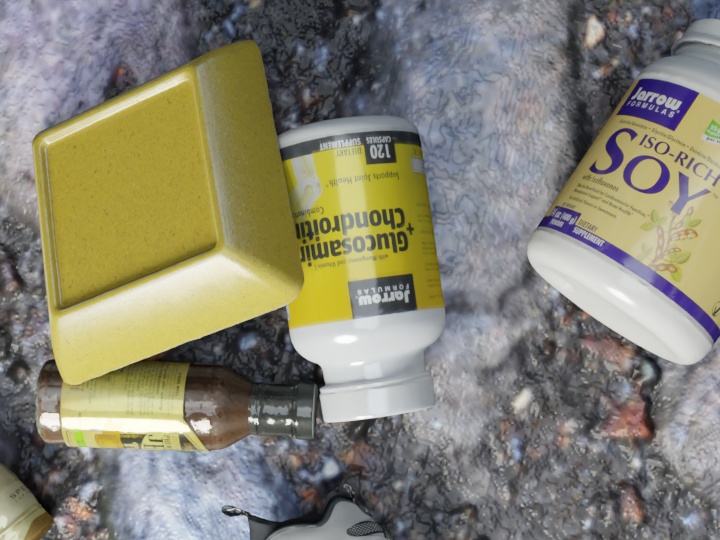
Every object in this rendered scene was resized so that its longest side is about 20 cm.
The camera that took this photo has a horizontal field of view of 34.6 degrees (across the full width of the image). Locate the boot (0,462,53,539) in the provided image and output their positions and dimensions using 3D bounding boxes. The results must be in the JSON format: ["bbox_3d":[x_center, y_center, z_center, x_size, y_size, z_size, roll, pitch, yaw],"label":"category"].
[{"bbox_3d":[-0.343,0.182,0.827,0.199,0.073,0.156,-37,87,-3],"label":"boot"}]

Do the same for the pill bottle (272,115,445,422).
[{"bbox_3d":[0.000,0.000,0.813,0.111,0.112,0.202,-8,86,0],"label":"pill bottle"}]

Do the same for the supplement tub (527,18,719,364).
[{"bbox_3d":[0.224,-0.054,0.797,0.145,0.145,0.201,34,88,3],"label":"supplement tub"}]

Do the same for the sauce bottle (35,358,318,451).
[{"bbox_3d":[-0.130,0.098,0.833,0.198,0.065,0.065,2,87,3],"label":"sauce bottle"}]

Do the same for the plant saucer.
[{"bbox_3d":[-0.149,-0.047,0.793,0.198,0.048,0.202,-21,67,20],"label":"plant saucer"}]

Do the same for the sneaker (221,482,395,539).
[{"bbox_3d":[-0.066,0.233,0.825,0.199,0.078,0.140,-38,85,-11],"label":"sneaker"}]
